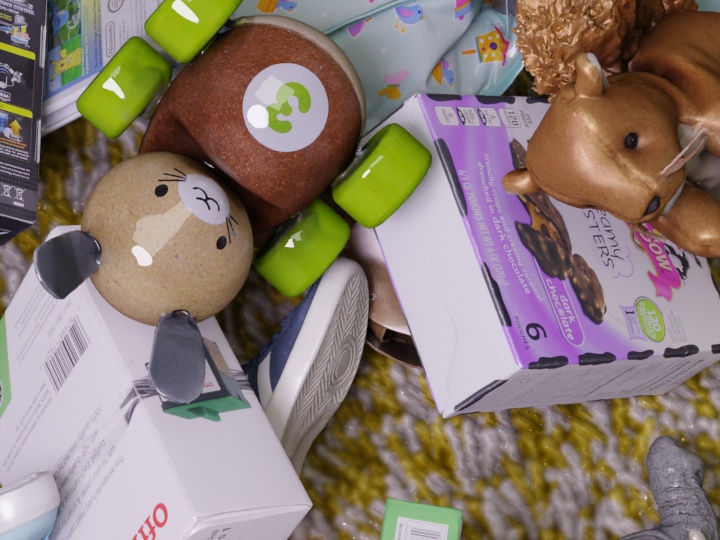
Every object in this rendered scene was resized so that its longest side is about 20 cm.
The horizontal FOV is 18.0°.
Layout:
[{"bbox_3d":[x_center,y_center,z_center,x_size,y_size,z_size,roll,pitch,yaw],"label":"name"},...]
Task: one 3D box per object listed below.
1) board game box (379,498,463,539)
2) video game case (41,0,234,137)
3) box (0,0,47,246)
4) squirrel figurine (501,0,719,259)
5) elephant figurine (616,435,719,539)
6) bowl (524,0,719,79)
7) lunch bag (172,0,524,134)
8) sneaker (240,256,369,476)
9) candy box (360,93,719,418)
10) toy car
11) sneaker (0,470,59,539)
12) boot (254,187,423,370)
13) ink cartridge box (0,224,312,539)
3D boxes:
[{"bbox_3d":[0.018,0.220,1.211,0.040,0.200,0.154,10,70,1],"label":"board game box"},{"bbox_3d":[-0.158,-0.177,1.355,0.181,0.022,0.201,-25,49,22],"label":"video game case"},{"bbox_3d":[-0.268,-0.114,1.239,0.199,0.044,0.161,15,62,-34],"label":"box"},{"bbox_3d":[0.147,-0.092,1.259,0.186,0.142,0.200,-12,57,-43],"label":"squirrel figurine"},{"bbox_3d":[0.163,0.213,1.274,0.200,0.155,0.142,51,119,24],"label":"elephant figurine"},{"bbox_3d":[0.186,-0.198,1.411,0.199,0.105,0.202,1,72,-3],"label":"bowl"},{"bbox_3d":[-0.006,-0.154,1.357,0.199,0.123,0.170,-28,40,-18],"label":"lunch bag"},{"bbox_3d":[-0.065,0.077,1.306,0.084,0.075,0.201,23,88,24],"label":"sneaker"},{"bbox_3d":[0.107,-0.012,1.308,0.199,0.071,0.169,-3,66,-44],"label":"candy box"},{"bbox_3d":[-0.088,-0.031,1.185,0.164,0.158,0.200,41,45,-9],"label":"toy car"},{"bbox_3d":[-0.197,0.173,1.232,0.074,0.200,0.082,-29,81,-36],"label":"sneaker"},{"bbox_3d":[0.000,0.000,1.347,0.199,0.074,0.076,20,58,2],"label":"boot"},{"bbox_3d":[-0.127,0.097,1.247,0.084,0.146,0.201,-3,52,-40],"label":"ink cartridge box"}]
